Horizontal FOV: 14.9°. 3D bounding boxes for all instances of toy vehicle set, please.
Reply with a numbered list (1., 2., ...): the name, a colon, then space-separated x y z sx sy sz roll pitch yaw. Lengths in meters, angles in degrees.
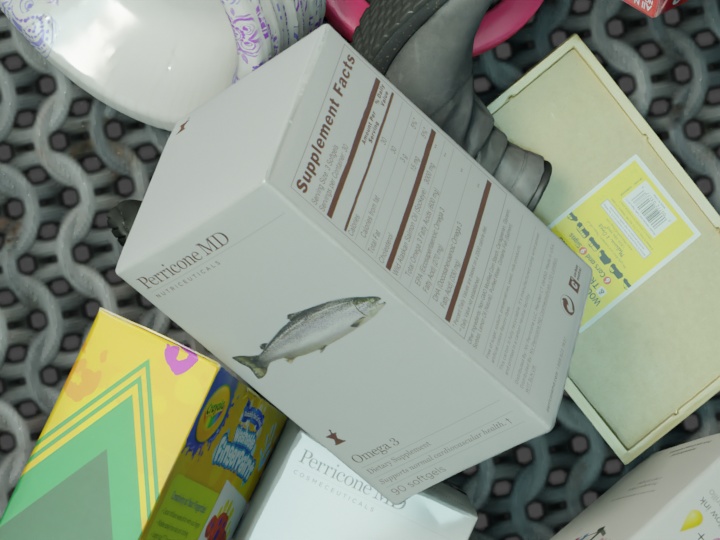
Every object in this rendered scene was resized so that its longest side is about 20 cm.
1. toy vehicle set: 0.130 -0.012 1.488 0.124 0.027 0.200 -38 92 4

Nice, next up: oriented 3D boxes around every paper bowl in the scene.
1. paper bowl: -0.104 -0.176 1.410 0.200 0.201 0.104 39 60 -1

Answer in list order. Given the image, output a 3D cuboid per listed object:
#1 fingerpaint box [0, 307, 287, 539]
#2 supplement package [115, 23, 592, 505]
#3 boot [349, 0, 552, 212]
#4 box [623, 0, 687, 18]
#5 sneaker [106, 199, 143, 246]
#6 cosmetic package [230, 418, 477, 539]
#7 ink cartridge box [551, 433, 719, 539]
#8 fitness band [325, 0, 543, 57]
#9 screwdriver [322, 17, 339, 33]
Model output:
1. fingerpaint box: -0.118 0.121 1.401 0.073 0.200 0.167 24 85 11
2. supplement package: 0.000 0.000 1.354 0.200 0.118 0.117 41 134 -22
3. boot: 0.052 -0.086 1.423 0.131 0.070 0.200 35 114 -19
4. box: 0.108 -0.219 1.343 0.200 0.100 0.096 35 134 29
5. sneaker: -0.041 0.006 1.477 0.200 0.074 0.089 35 87 -11
6. cosmetic package: -0.029 0.189 1.479 0.112 0.081 0.201 24 96 -5
7. ink cartridge box: 0.150 0.203 1.412 0.200 0.145 0.147 -39 93 -20
8. fitness band: 0.028 -0.208 1.461 0.143 0.037 0.201 -17 88 -5
9. screwdriver: -0.013 -0.118 1.474 0.029 0.028 0.201 -19 82 -37
